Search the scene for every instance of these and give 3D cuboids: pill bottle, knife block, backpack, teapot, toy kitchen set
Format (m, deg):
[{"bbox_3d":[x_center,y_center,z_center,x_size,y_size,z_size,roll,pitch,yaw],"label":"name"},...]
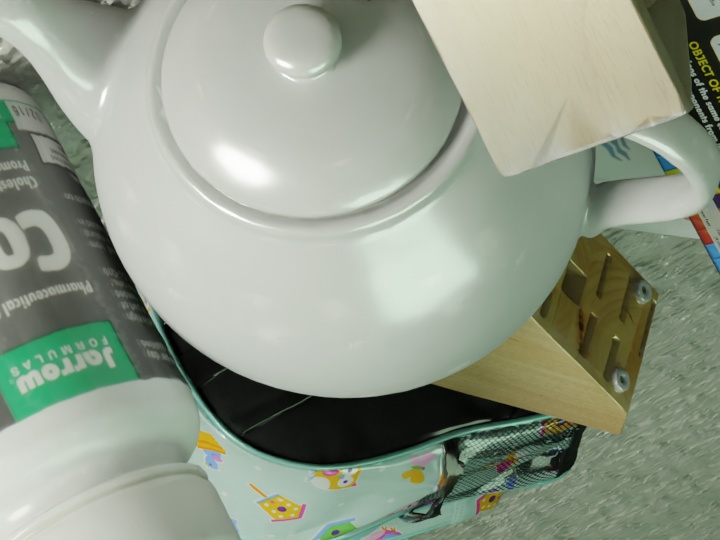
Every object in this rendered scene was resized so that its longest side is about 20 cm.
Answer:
[{"bbox_3d":[-0.129,0.040,1.009,0.113,0.200,0.113,-26,161,-10],"label":"pill bottle"},{"bbox_3d":[0.000,0.000,1.119,0.175,0.064,0.200,-16,132,41],"label":"knife block"},{"bbox_3d":[-0.010,0.040,1.228,0.200,0.176,0.153,-12,151,-31],"label":"backpack"},{"bbox_3d":[-0.006,-0.054,0.961,0.200,0.198,0.146,-30,162,-5],"label":"teapot"},{"bbox_3d":[0.083,-0.147,0.884,0.200,0.163,0.180,-19,-166,35],"label":"toy kitchen set"}]

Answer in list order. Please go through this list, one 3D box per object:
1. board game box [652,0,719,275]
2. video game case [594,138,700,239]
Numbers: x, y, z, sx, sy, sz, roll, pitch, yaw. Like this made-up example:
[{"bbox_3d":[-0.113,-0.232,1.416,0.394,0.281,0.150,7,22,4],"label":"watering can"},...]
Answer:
[{"bbox_3d":[0.174,-0.095,0.984,0.165,0.057,0.200,-16,125,24],"label":"board game box"},{"bbox_3d":[0.130,-0.092,1.050,0.182,0.022,0.200,8,132,7],"label":"video game case"}]
